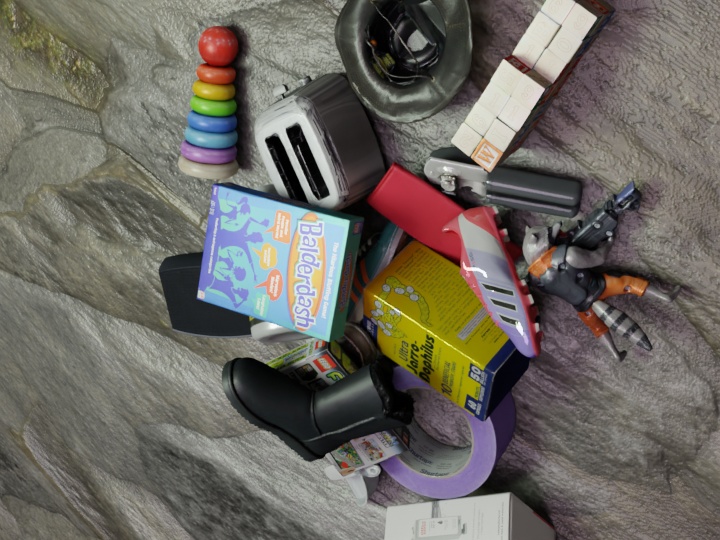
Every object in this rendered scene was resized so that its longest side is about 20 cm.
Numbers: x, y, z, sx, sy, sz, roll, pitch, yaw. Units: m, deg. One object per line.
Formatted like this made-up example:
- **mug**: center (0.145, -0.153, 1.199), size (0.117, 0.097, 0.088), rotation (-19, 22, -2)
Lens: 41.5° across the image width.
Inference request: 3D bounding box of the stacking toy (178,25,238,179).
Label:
- **stacking toy**: center (-0.203, -0.232, 1.305), size (0.084, 0.085, 0.203), rotation (17, 113, 22)

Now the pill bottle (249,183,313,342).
- **pill bottle**: center (-0.102, -0.010, 1.286), size (0.111, 0.112, 0.203), rotation (-14, 77, 32)

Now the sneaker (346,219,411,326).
- **sneaker**: center (0.000, 0.000, 1.288), size (0.079, 0.071, 0.201), rotation (34, 122, 10)

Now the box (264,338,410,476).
- **box**: center (-0.031, 0.180, 1.242), size (0.109, 0.035, 0.201), rotation (-25, 119, 21)

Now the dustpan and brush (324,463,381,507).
- **dustpan and brush**: center (-0.009, 0.283, 1.372), size (0.141, 0.057, 0.199), rotation (59, 145, -2)

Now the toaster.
- **toaster**: center (-0.050, -0.148, 1.221), size (0.113, 0.129, 0.202), rotation (-17, 101, 33)

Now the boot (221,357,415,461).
- **boot**: center (-0.046, 0.145, 1.148), size (0.167, 0.077, 0.200), rotation (-28, 126, 25)

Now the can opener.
- **can opener**: center (0.172, -0.113, 1.154), size (0.198, 0.067, 0.053), rotation (16, 154, 16)

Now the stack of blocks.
- **stack of blocks**: center (0.193, -0.218, 1.068), size (0.058, 0.115, 0.201), rotation (38, 122, 9)

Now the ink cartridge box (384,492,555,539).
- **ink cartridge box**: center (0.150, 0.378, 1.312), size (0.198, 0.084, 0.146), rotation (-15, 141, 32)

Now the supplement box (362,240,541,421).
- **supplement box**: center (0.110, 0.074, 1.200), size (0.199, 0.109, 0.110), rotation (32, 146, 24)

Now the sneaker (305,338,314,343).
- **sneaker**: center (-0.046, 0.149, 1.368), size (0.088, 0.081, 0.202), rotation (-18, 95, 37)

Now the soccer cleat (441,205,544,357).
- **soccer cleat**: center (0.159, 0.017, 1.132), size (0.076, 0.067, 0.202), rotation (-22, 67, 11)

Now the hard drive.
- **hard drive**: center (-0.216, 0.041, 1.441), size (0.198, 0.042, 0.137), rotation (0, 109, 29)

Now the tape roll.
- **tape roll**: center (0.107, 0.204, 1.304), size (0.198, 0.085, 0.203), rotation (11, 116, 25)

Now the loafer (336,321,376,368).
- **loafer**: center (-0.048, 0.143, 1.272), size (0.073, 0.071, 0.200), rotation (47, 132, 6)

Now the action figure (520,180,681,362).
- **action figure**: center (0.279, 0.000, 1.116), size (0.192, 0.105, 0.201), rotation (32, 129, -1)

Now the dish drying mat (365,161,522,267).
- **dish drying mat**: center (0.106, -0.057, 1.206), size (0.199, 0.018, 0.077), rotation (33, 125, -8)

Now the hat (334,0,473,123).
- **hat**: center (0.068, -0.280, 1.135), size (0.199, 0.081, 0.203), rotation (17, 119, 32)

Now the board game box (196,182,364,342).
- **board game box**: center (-0.103, -0.013, 1.182), size (0.198, 0.045, 0.154), rotation (15, 103, 22)
